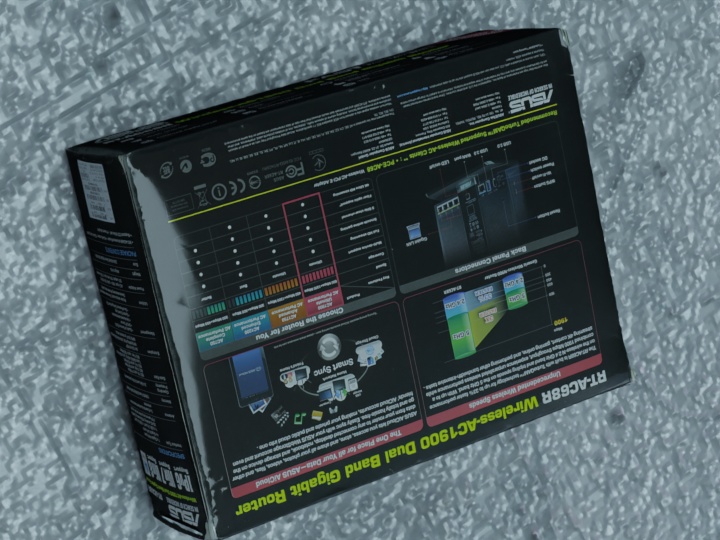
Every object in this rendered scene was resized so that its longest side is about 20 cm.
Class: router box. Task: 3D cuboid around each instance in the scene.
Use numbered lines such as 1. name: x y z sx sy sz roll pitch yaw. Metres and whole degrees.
1. router box: 0.000 0.000 0.883 0.200 0.062 0.150 -18 103 -26
